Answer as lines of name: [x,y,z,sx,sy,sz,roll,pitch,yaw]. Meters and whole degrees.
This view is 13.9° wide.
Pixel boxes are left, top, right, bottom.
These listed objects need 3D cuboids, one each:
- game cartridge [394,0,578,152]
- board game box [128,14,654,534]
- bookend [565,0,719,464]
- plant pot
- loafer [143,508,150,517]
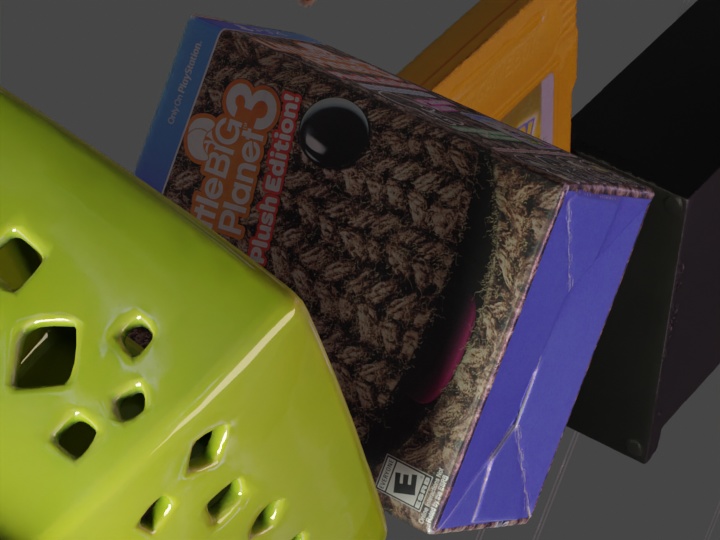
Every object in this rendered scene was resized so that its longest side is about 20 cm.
game cartridge: [0.058,-0.045,1.552,0.176,0.032,0.201,-43,148,-37]
board game box: [0.000,0.000,1.289,0.097,0.199,0.160,3,110,-61]
bookend: [0.190,-0.030,1.744,0.200,0.092,0.200,-43,148,-40]
plant pot: [-0.129,0.074,1.131,0.182,0.199,0.200,-48,151,-17]
loafer: [-0.156,0.155,1.298,0.201,0.073,0.071,-60,142,-17]
